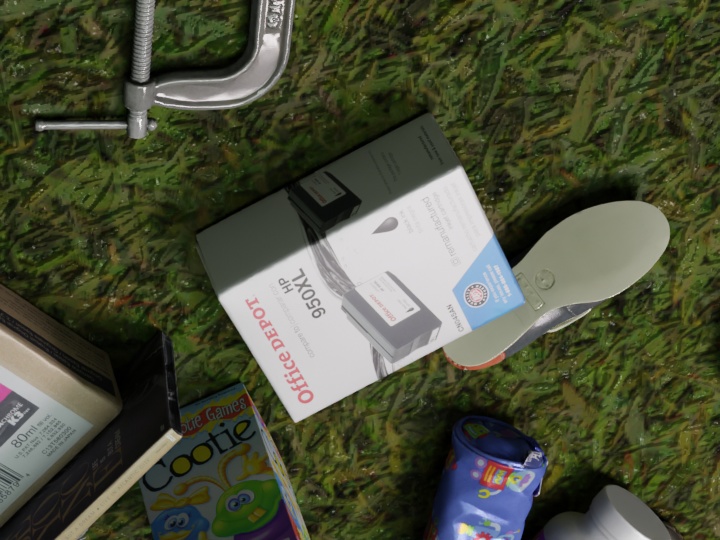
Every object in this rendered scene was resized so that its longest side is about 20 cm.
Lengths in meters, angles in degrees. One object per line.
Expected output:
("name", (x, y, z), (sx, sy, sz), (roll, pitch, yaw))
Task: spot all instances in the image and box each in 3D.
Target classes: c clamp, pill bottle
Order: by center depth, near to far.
("c clamp", (-0.122, -0.173, 1.392), (0.170, 0.027, 0.201), (2, 123, -20))
("pill bottle", (0.173, 0.278, 1.759), (0.104, 0.104, 0.200), (28, 110, -32))

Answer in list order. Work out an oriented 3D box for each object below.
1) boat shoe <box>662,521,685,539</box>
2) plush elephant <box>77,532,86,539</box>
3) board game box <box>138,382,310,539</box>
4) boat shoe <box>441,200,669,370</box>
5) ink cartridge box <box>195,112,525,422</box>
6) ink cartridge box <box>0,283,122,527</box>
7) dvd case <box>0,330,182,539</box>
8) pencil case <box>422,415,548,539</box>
("boat shoe", (0.282, 0.304, 1.836), (0.072, 0.076, 0.200), (-25, 126, 2))
("plush elephant", (-0.275, 0.289, 1.578), (0.200, 0.155, 0.165), (-38, 127, 10))
("board game box", (-0.097, 0.198, 1.549), (0.105, 0.200, 0.103), (-24, 128, -1))
("boat shoe", (0.149, 0.012, 1.596), (0.200, 0.071, 0.063), (-34, 170, 3))
("ink cartridge box", (0.000, 0.000, 1.519), (0.199, 0.084, 0.145), (-28, 127, 2))
("ink cartridge box", (-0.300, 0.107, 1.496), (0.200, 0.075, 0.165), (-44, 127, 14))
("dvd case", (-0.207, 0.146, 1.509), (0.016, 0.149, 0.200), (40, 104, -23))
("pencil case", (0.095, 0.216, 1.692), (0.086, 0.078, 0.201), (8, 113, -15))
